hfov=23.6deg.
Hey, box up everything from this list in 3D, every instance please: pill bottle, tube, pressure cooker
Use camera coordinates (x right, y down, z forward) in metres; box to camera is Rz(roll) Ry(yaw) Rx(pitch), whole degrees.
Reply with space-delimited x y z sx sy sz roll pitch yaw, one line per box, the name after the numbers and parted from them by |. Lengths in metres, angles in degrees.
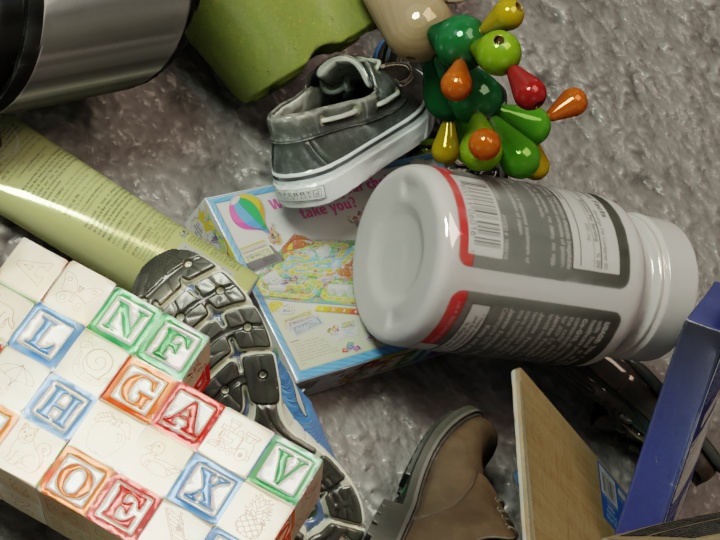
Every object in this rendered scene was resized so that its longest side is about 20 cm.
0.106 0.002 1.092 0.200 0.114 0.114 8 55 -29 | pill bottle
-0.156 -0.028 1.029 0.200 0.052 0.058 32 0 -3 | tube
-0.212 -0.179 0.992 0.200 0.179 0.176 -21 65 -47 | pressure cooker

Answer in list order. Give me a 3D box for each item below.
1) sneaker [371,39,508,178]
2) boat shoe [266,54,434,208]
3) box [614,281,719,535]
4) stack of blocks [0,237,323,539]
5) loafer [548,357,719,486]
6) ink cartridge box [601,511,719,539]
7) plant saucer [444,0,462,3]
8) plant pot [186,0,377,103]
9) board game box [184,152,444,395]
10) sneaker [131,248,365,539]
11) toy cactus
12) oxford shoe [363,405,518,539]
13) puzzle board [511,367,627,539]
0.071 -0.096 1.229 0.071 0.083 0.200 -9 69 -41 | sneaker
-0.002 -0.108 1.128 0.200 0.072 0.071 -52 136 -58 | boat shoe
0.211 0.083 1.100 0.032 0.200 0.121 21 17 15 | box
-0.120 0.083 0.885 0.200 0.059 0.115 28 65 11 | stack of blocks
0.170 0.080 1.207 0.200 0.063 0.072 49 2 0 | loafer
0.228 0.250 1.043 0.165 0.075 0.200 -1 88 -41 | ink cartridge box
0.006 -0.275 1.311 0.200 0.035 0.200 37 32 -28 | plant saucer
-0.076 -0.221 1.154 0.200 0.200 0.190 -38 99 -47 | plant pot
0.000 0.000 1.126 0.200 0.034 0.134 -14 69 -38 | board game box
-0.070 0.079 0.988 0.079 0.089 0.200 -29 96 -5 | sneaker
0.066 -0.132 1.082 0.165 0.102 0.200 51 1 8 | toy cactus
0.056 0.151 1.019 0.084 0.073 0.200 21 33 8 | oxford shoe
0.142 0.173 1.075 0.200 0.017 0.151 48 30 -42 | puzzle board
